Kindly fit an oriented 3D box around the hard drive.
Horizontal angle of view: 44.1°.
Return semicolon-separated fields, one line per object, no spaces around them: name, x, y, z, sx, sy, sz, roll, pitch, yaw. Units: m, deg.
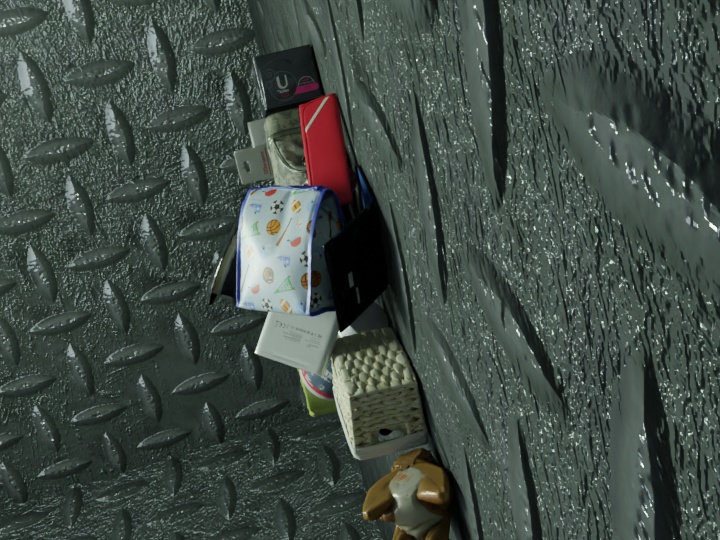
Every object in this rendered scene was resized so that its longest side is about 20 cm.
hard drive;-0.091;0.067;1.538;0.026;0.129;0.204;47;-120;-69

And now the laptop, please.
laptop;-0.017;-0.039;1.453;0.102;0.200;0.180;22;139;34

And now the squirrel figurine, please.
squirrel figurine;0.103;0.396;1.408;0.201;0.139;0.190;-80;-33;-71

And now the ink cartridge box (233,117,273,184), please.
ink cartridge box;-0.161;-0.256;1.812;0.117;0.196;0.068;86;168;-60

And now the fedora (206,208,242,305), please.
fedora;-0.208;-0.016;1.628;0.201;0.090;0.204;-156;89;-87

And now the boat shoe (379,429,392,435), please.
boat shoe;0.044;0.251;1.727;0.063;0.073;0.202;55;158;38

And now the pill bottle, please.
pill bottle;-0.029;0.144;1.673;0.201;0.117;0.121;-56;42;43

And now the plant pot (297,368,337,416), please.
plant pot;-0.036;0.215;1.857;0.200;0.180;0.205;165;90;-84

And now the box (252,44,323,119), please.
box;-0.150;-0.374;1.797;0.200;0.120;0.108;-159;54;-83

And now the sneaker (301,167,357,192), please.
sneaker;-0.087;-0.118;1.580;0.074;0.199;0.088;49;-166;-7

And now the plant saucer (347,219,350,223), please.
plant saucer;0.000;0.000;1.794;0.070;0.019;0.204;-147;42;-81

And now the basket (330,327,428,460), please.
basket;0.026;0.201;1.507;0.201;0.133;0.126;-115;16;-61

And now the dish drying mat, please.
dish drying mat;-0.061;-0.201;1.518;0.018;0.075;0.204;37;-138;-65

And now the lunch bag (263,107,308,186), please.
lunch bag;-0.099;-0.182;1.687;0.202;0.136;0.170;85;174;-52

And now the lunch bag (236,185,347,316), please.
lunch bag;-0.112;-0.037;1.460;0.123;0.167;0.205;-10;-79;-57
